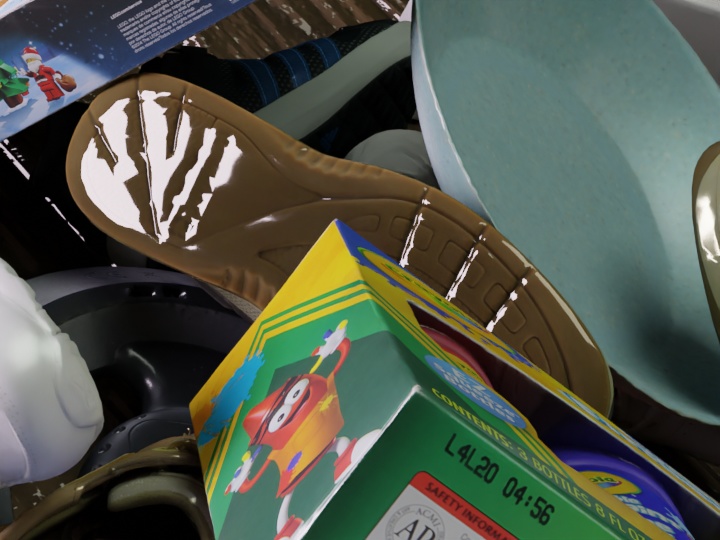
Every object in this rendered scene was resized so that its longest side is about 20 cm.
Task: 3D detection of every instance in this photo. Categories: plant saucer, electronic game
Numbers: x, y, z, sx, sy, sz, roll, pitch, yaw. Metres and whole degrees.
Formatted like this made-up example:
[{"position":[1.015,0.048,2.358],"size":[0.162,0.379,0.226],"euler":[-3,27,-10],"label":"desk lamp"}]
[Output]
[{"position":[0.075,-0.030,0.883],"size":[0.201,0.039,0.202],"euler":[33,39,-32],"label":"plant saucer"},{"position":[-0.052,0.080,0.811],"size":[0.199,0.042,0.201],"euler":[16,45,-17],"label":"electronic game"}]

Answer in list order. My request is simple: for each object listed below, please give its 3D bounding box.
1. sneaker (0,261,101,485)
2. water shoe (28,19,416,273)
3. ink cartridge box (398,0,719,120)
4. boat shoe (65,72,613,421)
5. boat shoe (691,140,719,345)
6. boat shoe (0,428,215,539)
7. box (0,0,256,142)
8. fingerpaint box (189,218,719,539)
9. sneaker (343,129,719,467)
[{"position":[-0.156,0.043,0.700],"size":[0.199,0.078,0.099],"euler":[0,35,40],"label":"sneaker"},{"position":[-0.042,-0.063,0.971],"size":[0.079,0.072,0.200],"euler":[35,34,16],"label":"water shoe"},{"position":[0.134,-0.119,1.071],"size":[0.199,0.177,0.045],"euler":[13,38,-21],"label":"ink cartridge box"},{"position":[0.000,0.000,0.815],"size":[0.200,0.073,0.065],"euler":[35,6,22],"label":"boat shoe"},{"position":[0.161,0.048,0.840],"size":[0.073,0.063,0.202],"euler":[5,72,-52],"label":"boat shoe"},{"position":[-0.054,0.085,0.725],"size":[0.074,0.067,0.200],"euler":[43,43,11],"label":"boat shoe"},{"position":[-0.084,-0.100,0.884],"size":[0.038,0.199,0.137],"euler":[55,31,-17],"label":"box"},{"position":[0.059,0.087,0.667],"size":[0.200,0.073,0.167],"euler":[37,7,-13],"label":"fingerpaint box"},{"position":[0.065,0.032,0.938],"size":[0.199,0.078,0.100],"euler":[24,41,8],"label":"sneaker"}]
